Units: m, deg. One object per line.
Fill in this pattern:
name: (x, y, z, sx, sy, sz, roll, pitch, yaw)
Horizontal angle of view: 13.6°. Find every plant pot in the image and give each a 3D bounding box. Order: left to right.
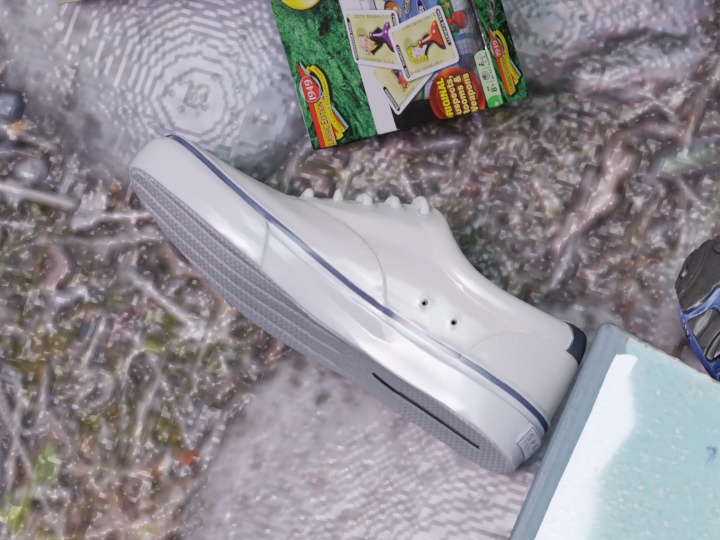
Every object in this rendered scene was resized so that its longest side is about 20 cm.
plant pot: (0.131, 0.163, 1.094, 0.196, 0.196, 0.201, 29, 86, 13)

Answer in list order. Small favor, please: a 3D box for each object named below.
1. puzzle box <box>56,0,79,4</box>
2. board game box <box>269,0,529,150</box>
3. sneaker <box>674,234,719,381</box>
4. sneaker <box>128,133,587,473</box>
puzzle box: (-0.060, -0.187, 1.210, 0.199, 0.025, 0.134, -8, 100, 39)
board game box: (-0.004, -0.154, 1.211, 0.104, 0.023, 0.201, -12, 97, 43)
sneaker: (0.201, 0.060, 1.157, 0.200, 0.078, 0.075, 38, 80, 3)
sneaker: (0.000, 0.000, 1.215, 0.200, 0.073, 0.071, 36, 71, 5)
